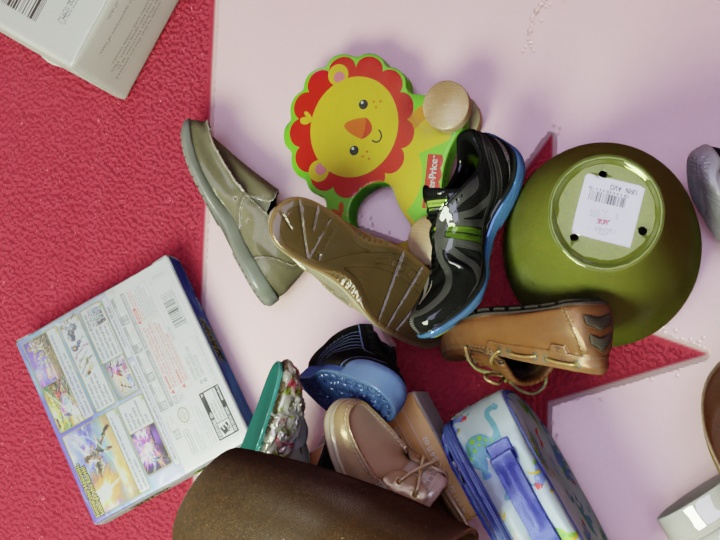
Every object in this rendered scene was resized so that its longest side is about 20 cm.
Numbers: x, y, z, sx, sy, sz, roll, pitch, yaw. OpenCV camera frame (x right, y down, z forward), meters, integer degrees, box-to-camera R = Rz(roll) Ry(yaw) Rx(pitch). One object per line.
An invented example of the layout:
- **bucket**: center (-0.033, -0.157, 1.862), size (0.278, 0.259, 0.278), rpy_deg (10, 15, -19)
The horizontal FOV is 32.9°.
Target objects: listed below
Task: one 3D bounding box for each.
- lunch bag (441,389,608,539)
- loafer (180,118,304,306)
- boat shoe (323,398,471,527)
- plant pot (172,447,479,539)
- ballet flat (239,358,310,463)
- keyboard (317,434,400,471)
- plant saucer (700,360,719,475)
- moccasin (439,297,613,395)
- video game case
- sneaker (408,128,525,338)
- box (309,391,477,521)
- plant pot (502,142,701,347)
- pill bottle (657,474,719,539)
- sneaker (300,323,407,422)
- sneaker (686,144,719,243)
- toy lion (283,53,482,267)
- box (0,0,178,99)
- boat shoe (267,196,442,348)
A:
- **lunch bag**: center (0.149, 0.203, 1.061), size (0.082, 0.161, 0.202), rpy_deg (-31, 80, 8)
- **loafer**: center (-0.113, -0.065, 1.195), size (0.069, 0.075, 0.202), rpy_deg (-28, 84, -5)
- **boat shoe**: center (0.046, 0.186, 1.011), size (0.069, 0.074, 0.201), rpy_deg (-26, 102, 41)
- **plant pot**: center (-0.041, 0.226, 0.934), size (0.199, 0.187, 0.189), rpy_deg (30, 91, 22)
- **ballet flat**: center (-0.082, 0.179, 1.069), size (0.063, 0.076, 0.203), rpy_deg (21, 92, -16)
- **keyboard**: center (-0.045, 0.222, 1.044), size (0.126, 0.021, 0.203), rpy_deg (20, 88, -25)
- **plant saucer**: center (0.372, 0.158, 1.038), size (0.197, 0.036, 0.202), rpy_deg (11, 49, -13)
- **moccasin**: center (0.138, 0.068, 1.042), size (0.200, 0.073, 0.079), rpy_deg (-8, 84, 51)
- **video game case**: center (-0.219, 0.118, 1.204), size (0.180, 0.045, 0.202), rpy_deg (-28, 79, 6)
- **sneaker**: center (0.080, -0.033, 1.072), size (0.082, 0.070, 0.202), rpy_deg (30, 71, -26)
- **box**: center (0.001, 0.214, 1.123), size (0.198, 0.097, 0.125), rpy_deg (-32, 79, 7)
- **plant pot**: center (0.208, -0.035, 1.052), size (0.184, 0.200, 0.190), rpy_deg (-1, 83, 11)
- **pill bottle**: center (0.344, 0.276, 1.039), size (0.112, 0.113, 0.201), rpy_deg (-34, 79, 6)
- **sneaker**: center (0.002, 0.084, 1.091), size (0.070, 0.200, 0.078), rpy_deg (45, 74, -14)
- **sneaker**: center (0.376, -0.048, 1.075), size (0.113, 0.075, 0.201), rpy_deg (-37, 99, -1)
- **toy lion**: center (0.015, -0.107, 1.177), size (0.189, 0.069, 0.203), rpy_deg (5, 85, 19)
- **box**: center (-0.289, -0.313, 1.219), size (0.197, 0.131, 0.202), rpy_deg (29, 90, 13)
- **boat shoe**: center (0.000, 0.000, 1.124), size (0.199, 0.065, 0.073), rpy_deg (33, 86, -10)
